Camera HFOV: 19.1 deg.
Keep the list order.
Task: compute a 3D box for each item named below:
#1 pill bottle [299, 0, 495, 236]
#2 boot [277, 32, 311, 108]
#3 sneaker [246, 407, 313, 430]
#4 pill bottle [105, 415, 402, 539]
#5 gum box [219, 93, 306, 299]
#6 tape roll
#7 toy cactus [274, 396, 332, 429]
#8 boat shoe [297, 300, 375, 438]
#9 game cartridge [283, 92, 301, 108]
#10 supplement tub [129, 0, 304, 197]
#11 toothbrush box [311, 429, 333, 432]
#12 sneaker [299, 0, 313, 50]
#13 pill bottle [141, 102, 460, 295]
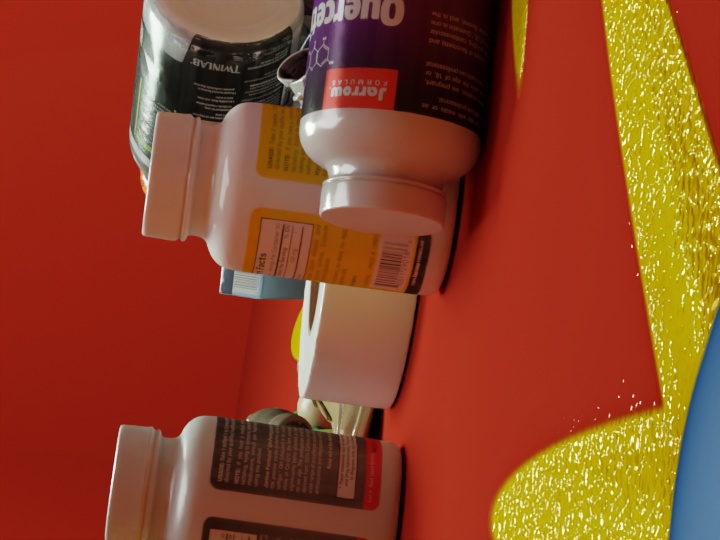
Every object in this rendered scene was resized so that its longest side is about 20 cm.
[{"bbox_3d":[0.023,-0.128,1.297,0.112,0.111,0.202,124,153,-78],"label":"pill bottle"},{"bbox_3d":[-0.018,-0.119,1.462,0.200,0.095,0.074,-42,33,45],"label":"boot"},{"bbox_3d":[-0.096,0.217,1.848,0.075,0.070,0.202,12,79,57],"label":"sneaker"},{"bbox_3d":[-0.075,0.162,1.494,0.111,0.198,0.112,-172,90,-85],"label":"pill bottle"},{"bbox_3d":[-0.046,-0.062,1.829,0.200,0.044,0.172,3,-85,-65],"label":"gum box"},{"bbox_3d":[0.000,0.000,1.609,0.202,0.070,0.205,-173,90,-85],"label":"tape roll"},{"bbox_3d":[-0.054,0.156,1.954,0.200,0.101,0.166,-69,-3,-76],"label":"toy cactus"},{"bbox_3d":[-0.021,0.089,1.732,0.201,0.064,0.072,-93,12,-59],"label":"boat shoe"},{"bbox_3d":[-0.025,-0.102,1.715,0.200,0.040,0.134,-36,-27,-62],"label":"game cartridge"},{"bbox_3d":[-0.114,-0.139,1.646,0.201,0.121,0.123,104,171,-45],"label":"supplement tub"},{"bbox_3d":[-0.053,0.220,1.704,0.200,0.085,0.147,-107,17,-81],"label":"toothbrush box"},{"bbox_3d":[-0.044,-0.234,1.660,0.078,0.199,0.141,-51,-46,-36],"label":"sneaker"},{"bbox_3d":[-0.040,-0.050,1.394,0.111,0.198,0.113,-172,90,-84],"label":"pill bottle"}]
